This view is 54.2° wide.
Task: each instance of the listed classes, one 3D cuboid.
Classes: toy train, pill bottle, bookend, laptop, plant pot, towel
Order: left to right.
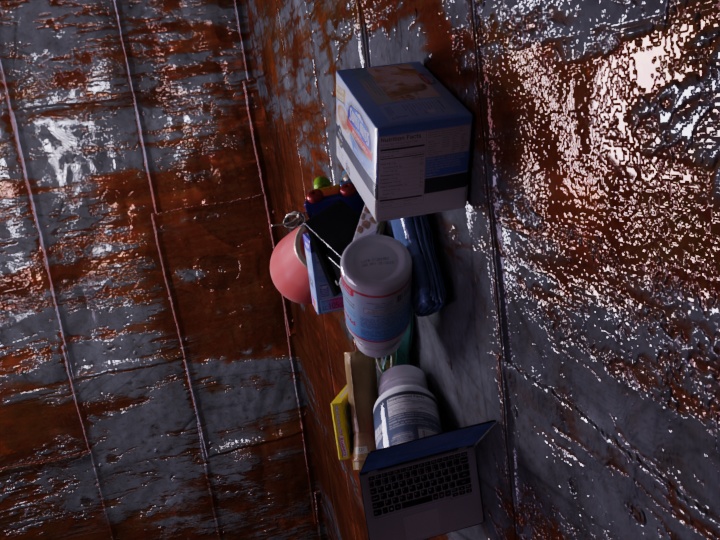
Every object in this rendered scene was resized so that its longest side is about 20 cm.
[{"bbox_3d":[-0.121,-0.034,1.791,0.177,0.196,0.204,135,124,-65],"label":"plant pot"},{"bbox_3d":[-0.087,-0.150,1.451,0.117,0.196,0.086,-91,-12,-49],"label":"toy train"},{"bbox_3d":[0.000,0.000,1.363,0.199,0.091,0.202,42,159,46],"label":"bookend"},{"bbox_3d":[0.026,0.047,1.102,0.202,0.107,0.110,87,166,-51],"label":"pill bottle"},{"bbox_3d":[0.081,0.267,1.195,0.202,0.117,0.121,-96,4,-50],"label":"pill bottle"},{"bbox_3d":[0.088,-0.035,1.100,0.112,0.048,0.204,112,145,-75],"label":"towel"},{"bbox_3d":[0.100,0.312,1.004,0.116,0.183,0.205,-155,56,-76],"label":"laptop"}]

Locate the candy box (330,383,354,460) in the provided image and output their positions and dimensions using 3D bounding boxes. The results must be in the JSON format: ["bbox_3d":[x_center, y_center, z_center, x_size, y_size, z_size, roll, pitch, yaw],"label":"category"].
[{"bbox_3d":[-0.016,0.273,1.332,0.200,0.026,0.105,-28,-73,-77],"label":"candy box"}]

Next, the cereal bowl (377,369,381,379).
[{"bbox_3d":[0.050,0.301,1.480,0.200,0.082,0.205,169,90,-77],"label":"cereal bowl"}]

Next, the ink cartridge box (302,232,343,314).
[{"bbox_3d":[-0.050,-0.020,1.553,0.076,0.134,0.204,-138,38,-67],"label":"ink cartridge box"}]

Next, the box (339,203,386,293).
[{"bbox_3d":[0.011,-0.049,1.219,0.042,0.038,0.203,71,-149,-53],"label":"box"}]

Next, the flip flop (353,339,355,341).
[{"bbox_3d":[0.008,0.137,1.600,0.202,0.056,0.082,-112,17,-45],"label":"flip flop"}]

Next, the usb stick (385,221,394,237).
[{"bbox_3d":[0.055,-0.151,1.192,0.056,0.032,0.203,-109,13,-58],"label":"usb stick"}]

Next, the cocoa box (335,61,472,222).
[{"bbox_3d":[0.051,-0.180,0.945,0.201,0.131,0.133,-116,21,-51],"label":"cocoa box"}]

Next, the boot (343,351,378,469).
[{"bbox_3d":[0.021,0.255,1.302,0.175,0.065,0.205,40,-136,-74],"label":"boot"}]

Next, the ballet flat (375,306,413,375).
[{"bbox_3d":[0.062,0.143,1.322,0.068,0.069,0.203,-116,20,-53],"label":"ballet flat"}]
